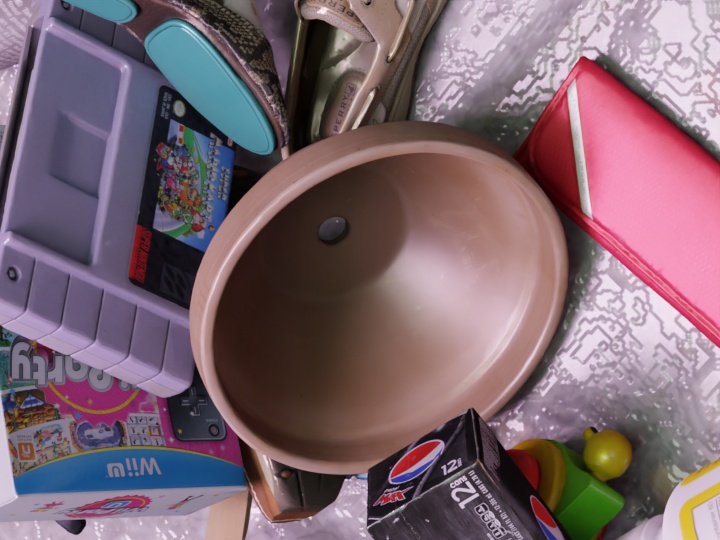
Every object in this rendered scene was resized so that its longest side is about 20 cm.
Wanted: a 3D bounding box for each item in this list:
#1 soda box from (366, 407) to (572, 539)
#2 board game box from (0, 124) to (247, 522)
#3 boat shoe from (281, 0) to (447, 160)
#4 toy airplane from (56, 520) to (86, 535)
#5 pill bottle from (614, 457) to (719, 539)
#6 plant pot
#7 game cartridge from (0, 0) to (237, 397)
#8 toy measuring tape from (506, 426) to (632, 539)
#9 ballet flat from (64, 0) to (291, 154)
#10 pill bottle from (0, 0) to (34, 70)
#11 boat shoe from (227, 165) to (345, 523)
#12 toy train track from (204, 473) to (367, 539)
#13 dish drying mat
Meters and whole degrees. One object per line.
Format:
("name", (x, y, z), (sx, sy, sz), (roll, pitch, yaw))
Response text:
("soda box", (0.085, 0.170, 1.304), (0.071, 0.063, 0.200), (-32, 109, 14))
("board game box", (-0.149, 0.029, 1.363), (0.064, 0.147, 0.200), (-27, 69, 47))
("boat shoe", (0.001, -0.142, 1.369), (0.072, 0.065, 0.200), (22, 108, 24))
("toy airplane", (-0.223, 0.053, 1.459), (0.199, 0.141, 0.200), (-14, 58, 25))
("pill bottle", (0.220, 0.130, 1.264), (0.200, 0.114, 0.114), (-34, 81, 29))
("plant pot", (0.000, 0.000, 1.352), (0.201, 0.201, 0.093), (-65, 31, 21))
("game cartridge", (-0.127, -0.045, 1.350), (0.038, 0.130, 0.200), (-31, 44, 48))
("toy measuring tape", (0.069, 0.149, 1.372), (0.200, 0.074, 0.074), (-47, 75, 20))
("ballet flat", (-0.102, -0.145, 1.344), (0.200, 0.075, 0.068), (36, 156, -18))
("pill bottle", (-0.194, -0.174, 1.445), (0.200, 0.114, 0.114), (-16, 90, 30))
("boat shoe", (-0.063, 0.044, 1.428), (0.074, 0.076, 0.200), (-30, 67, 41))
("toy train track", (-0.024, 0.105, 1.440), (0.200, 0.033, 0.115), (0, 69, 22))
("dish drying mat", (0.168, -0.020, 1.324), (0.200, 0.018, 0.077), (42, 114, 17))
